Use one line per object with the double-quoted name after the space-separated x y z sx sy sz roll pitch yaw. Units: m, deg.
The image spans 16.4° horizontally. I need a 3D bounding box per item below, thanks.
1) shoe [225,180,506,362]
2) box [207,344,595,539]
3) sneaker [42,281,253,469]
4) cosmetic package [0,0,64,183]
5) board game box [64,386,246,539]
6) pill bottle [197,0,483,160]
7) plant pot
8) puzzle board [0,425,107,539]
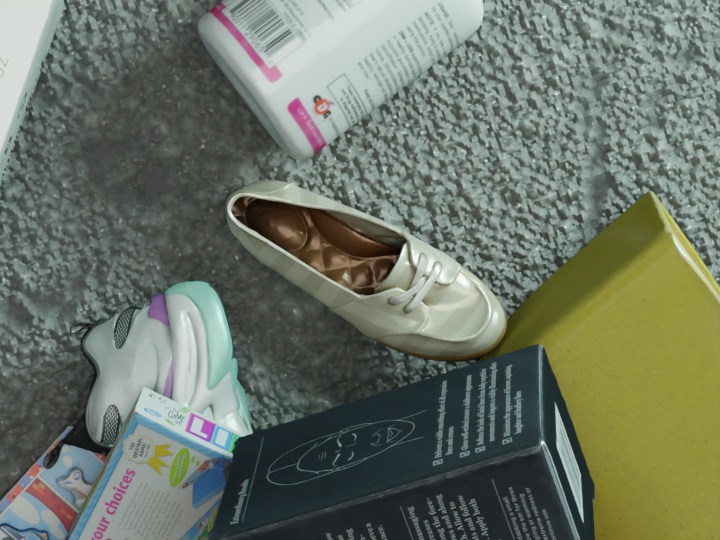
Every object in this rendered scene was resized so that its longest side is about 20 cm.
0.000 0.000 1.597 0.200 0.053 0.070 26 84 9 "shoe"
0.028 0.142 1.439 0.200 0.148 0.107 -17 108 10 "box"
-0.133 0.118 1.605 0.140 0.078 0.200 -16 90 -3 "sneaker"
-0.301 -0.129 1.526 0.200 0.165 0.165 19 89 -7 "cosmetic package"
-0.119 0.186 1.571 0.134 0.034 0.200 26 114 -7 "board game box"
0.006 -0.171 1.585 0.200 0.113 0.113 -37 96 -3 "pill bottle"
0.164 0.094 1.582 0.200 0.194 0.196 -34 96 8 "plant pot"
-0.166 0.222 1.632 0.200 0.017 0.151 42 87 -6 "puzzle board"
